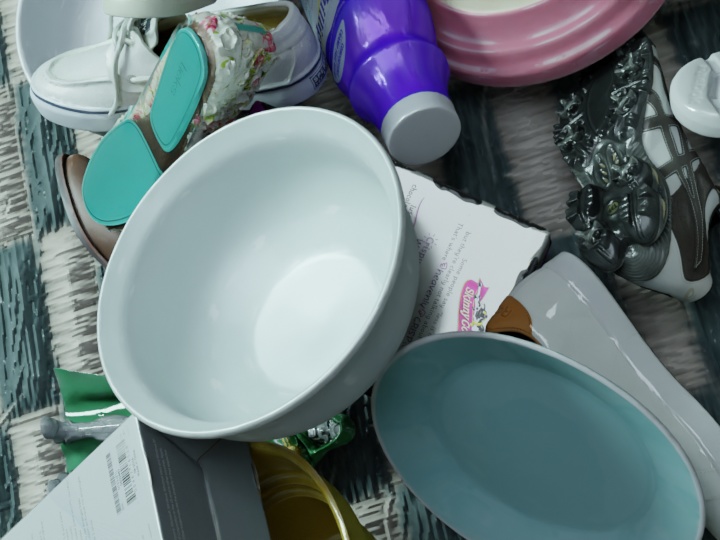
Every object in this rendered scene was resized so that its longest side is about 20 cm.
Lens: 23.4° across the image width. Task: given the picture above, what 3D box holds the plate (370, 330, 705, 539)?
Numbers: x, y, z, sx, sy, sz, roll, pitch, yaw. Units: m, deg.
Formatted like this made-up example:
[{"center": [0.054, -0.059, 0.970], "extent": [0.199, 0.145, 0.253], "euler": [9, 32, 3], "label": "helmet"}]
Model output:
[{"center": [0.099, 0.102, 0.966], "extent": [0.200, 0.200, 0.026], "euler": [15, 48, 23], "label": "plate"}]

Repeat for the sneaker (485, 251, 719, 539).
[{"center": [0.146, 0.091, 0.991], "extent": [0.085, 0.073, 0.200], "euler": [-36, 76, -12], "label": "sneaker"}]

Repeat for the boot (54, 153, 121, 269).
[{"center": [-0.082, -0.049, 1.139], "extent": [0.200, 0.064, 0.187], "euler": [-34, 77, 7], "label": "boot"}]

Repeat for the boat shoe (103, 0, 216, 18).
[{"center": [-0.098, -0.205, 1.062], "extent": [0.074, 0.199, 0.066], "euler": [8, 113, 25], "label": "boat shoe"}]

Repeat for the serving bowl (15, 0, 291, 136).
[{"center": [-0.136, -0.174, 1.203], "extent": [0.200, 0.066, 0.201], "euler": [-6, 69, 15], "label": "serving bowl"}]

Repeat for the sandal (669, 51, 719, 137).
[{"center": [0.286, -0.105, 1.047], "extent": [0.202, 0.050, 0.083], "euler": [-1, 49, 1], "label": "sandal"}]

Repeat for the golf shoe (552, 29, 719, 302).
[{"center": [0.173, -0.060, 1.063], "extent": [0.078, 0.094, 0.200], "euler": [-34, 35, 37], "label": "golf shoe"}]

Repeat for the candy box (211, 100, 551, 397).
[{"center": [0.000, 0.000, 1.061], "extent": [0.200, 0.061, 0.137], "euler": [25, 88, 9], "label": "candy box"}]

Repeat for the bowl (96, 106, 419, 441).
[{"center": [-0.042, 0.016, 0.970], "extent": [0.201, 0.090, 0.202], "euler": [-18, 54, 26], "label": "bowl"}]

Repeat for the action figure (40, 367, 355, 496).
[{"center": [-0.099, 0.108, 1.087], "extent": [0.199, 0.055, 0.118], "euler": [-8, 88, 12], "label": "action figure"}]

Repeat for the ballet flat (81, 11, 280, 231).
[{"center": [-0.106, -0.086, 1.059], "extent": [0.200, 0.064, 0.076], "euler": [-44, 67, 49], "label": "ballet flat"}]

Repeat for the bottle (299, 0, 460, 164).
[{"center": [0.010, -0.150, 1.099], "extent": [0.065, 0.084, 0.200], "euler": [-8, 49, -16], "label": "bottle"}]

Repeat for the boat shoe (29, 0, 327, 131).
[{"center": [-0.127, -0.142, 1.093], "extent": [0.201, 0.086, 0.075], "euler": [-1, 49, 21], "label": "boat shoe"}]

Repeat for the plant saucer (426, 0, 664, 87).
[{"center": [0.110, -0.214, 1.122], "extent": [0.200, 0.051, 0.201], "euler": [-14, 56, 21], "label": "plant saucer"}]

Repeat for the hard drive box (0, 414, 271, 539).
[{"center": [-0.134, 0.196, 1.000], "extent": [0.200, 0.077, 0.156], "euler": [-41, 53, 39], "label": "hard drive box"}]

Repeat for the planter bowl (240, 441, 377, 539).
[{"center": [-0.034, 0.201, 1.002], "extent": [0.200, 0.083, 0.201], "euler": [-13, 73, 49], "label": "planter bowl"}]
